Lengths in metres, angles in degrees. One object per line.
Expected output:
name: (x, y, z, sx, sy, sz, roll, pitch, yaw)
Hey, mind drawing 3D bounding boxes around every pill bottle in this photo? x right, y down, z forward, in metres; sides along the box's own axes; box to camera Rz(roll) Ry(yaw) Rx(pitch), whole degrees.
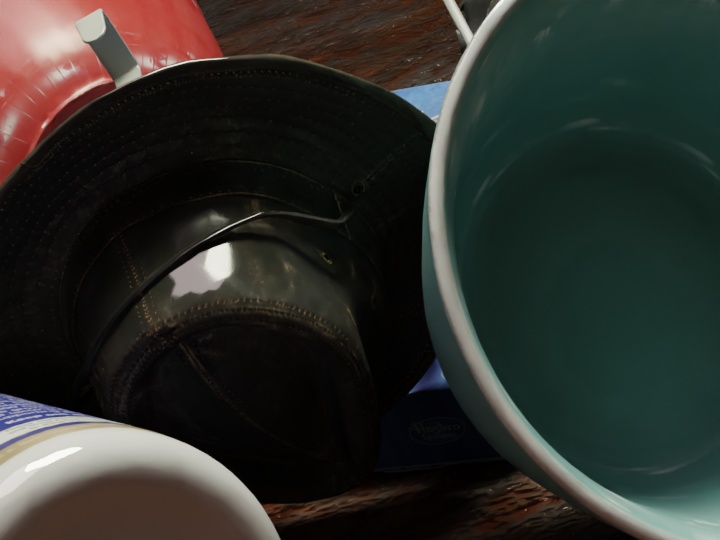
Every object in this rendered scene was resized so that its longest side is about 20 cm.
pill bottle: (-0.112, 0.094, 0.720, 0.115, 0.116, 0.200, -22, 15, -27)

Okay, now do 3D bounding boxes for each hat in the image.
hat: (-0.034, 0.027, 0.786, 0.200, 0.201, 0.081, -18, 49, -11)

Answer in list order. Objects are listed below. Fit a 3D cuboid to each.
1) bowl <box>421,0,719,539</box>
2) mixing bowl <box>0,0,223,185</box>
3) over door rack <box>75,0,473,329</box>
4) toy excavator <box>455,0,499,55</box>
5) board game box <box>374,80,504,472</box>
bowl: (0.099, 0.000, 0.763, 0.200, 0.201, 0.105, -21, -7, -22)
mixing bowl: (-0.131, -0.056, 1.115, 0.200, 0.201, 0.108, -21, 26, -23)
over door rack: (-0.008, -0.048, 0.937, 0.147, 0.067, 0.200, -28, 55, 4)
toy excavator: (0.149, -0.095, 1.269, 0.100, 0.200, 0.195, -1, 64, 47)
board game box: (0.000, 0.000, 0.984, 0.199, 0.043, 0.199, -8, 37, 29)
